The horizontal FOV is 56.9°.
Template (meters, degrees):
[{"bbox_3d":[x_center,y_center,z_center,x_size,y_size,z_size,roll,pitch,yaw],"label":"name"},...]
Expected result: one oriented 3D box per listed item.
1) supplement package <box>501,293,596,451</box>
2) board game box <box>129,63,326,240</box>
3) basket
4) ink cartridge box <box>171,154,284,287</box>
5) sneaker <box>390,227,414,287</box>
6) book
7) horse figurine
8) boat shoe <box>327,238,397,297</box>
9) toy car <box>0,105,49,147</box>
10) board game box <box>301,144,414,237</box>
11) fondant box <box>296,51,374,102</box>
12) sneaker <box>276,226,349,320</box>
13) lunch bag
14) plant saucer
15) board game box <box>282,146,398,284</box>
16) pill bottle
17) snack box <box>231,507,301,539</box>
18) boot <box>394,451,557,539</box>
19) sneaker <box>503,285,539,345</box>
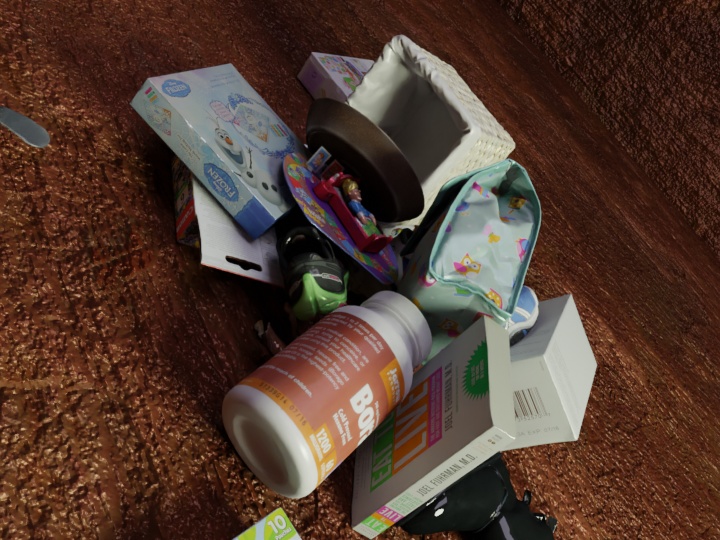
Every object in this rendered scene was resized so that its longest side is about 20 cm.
[{"bbox_3d":[0.229,0.131,0.881,0.200,0.116,0.119,-38,106,-57],"label":"supplement package"},{"bbox_3d":[-0.142,-0.151,0.794,0.199,0.043,0.200,48,26,-5],"label":"board game box"},{"bbox_3d":[0.088,-0.198,0.990,0.160,0.200,0.199,-4,54,-52],"label":"basket"},{"bbox_3d":[-0.156,-0.058,0.768,0.108,0.050,0.202,19,41,-37],"label":"ink cartridge box"},{"bbox_3d":[0.098,0.021,0.893,0.200,0.115,0.080,52,35,11],"label":"sneaker"},{"bbox_3d":[0.067,0.152,0.632,0.048,0.200,0.134,33,33,-15],"label":"book"},{"bbox_3d":[-0.033,0.086,0.741,0.133,0.050,0.199,49,30,19],"label":"horse figurine"},{"bbox_3d":[0.000,0.000,0.863,0.202,0.064,0.072,64,4,27],"label":"boat shoe"},{"bbox_3d":[-0.377,-0.195,0.609,0.201,0.157,0.164,53,22,-5],"label":"toy car"},{"bbox_3d":[-0.018,-0.118,0.999,0.198,0.035,0.127,10,44,-41],"label":"board game box"},{"bbox_3d":[-0.004,-0.325,1.229,0.145,0.058,0.199,53,33,14],"label":"fondant box"},{"bbox_3d":[-0.052,-0.014,0.739,0.200,0.076,0.085,-122,-164,-73],"label":"sneaker"},{"bbox_3d":[0.111,-0.011,0.737,0.121,0.171,0.202,25,56,-2],"label":"lunch bag"},{"bbox_3d":[-0.004,-0.131,0.856,0.200,0.200,0.035,44,75,1],"label":"plant saucer"},{"bbox_3d":[-0.008,-0.074,0.796,0.199,0.039,0.159,40,22,-26],"label":"board game box"},{"bbox_3d":[-0.022,0.104,0.622,0.112,0.112,0.199,48,52,8],"label":"pill bottle"},{"bbox_3d":[-0.093,0.277,0.455,0.143,0.053,0.199,52,33,15],"label":"snack box"},{"bbox_3d":[0.134,0.278,0.688,0.197,0.073,0.164,-7,61,-52],"label":"boot"},{"bbox_3d":[0.153,0.063,0.839,0.199,0.075,0.078,-31,100,-34],"label":"sneaker"}]
